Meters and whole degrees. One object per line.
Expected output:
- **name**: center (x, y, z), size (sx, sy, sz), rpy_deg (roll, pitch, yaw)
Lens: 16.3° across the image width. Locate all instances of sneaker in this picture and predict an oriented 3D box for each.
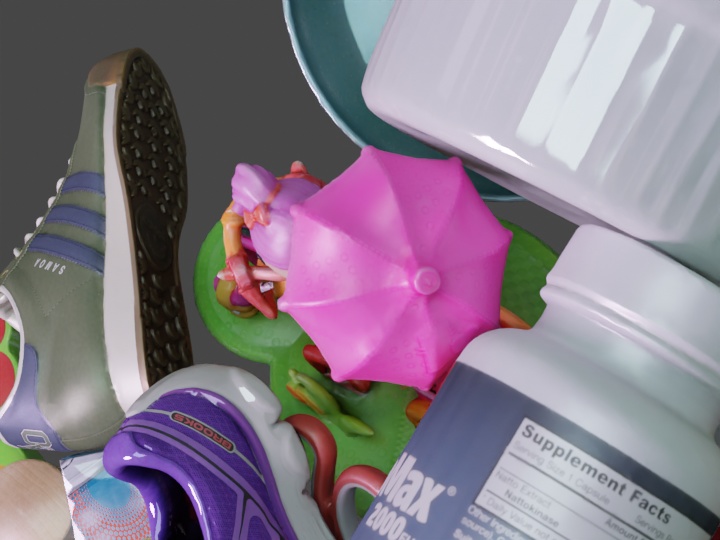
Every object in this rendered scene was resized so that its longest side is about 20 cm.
- **sneaker**: center (-0.046, 0.139, 1.024), size (0.083, 0.081, 0.200), rpy_deg (-35, 100, -38)
- **sneaker**: center (-0.127, -0.007, 1.110), size (0.090, 0.067, 0.201), rpy_deg (-19, 52, 18)

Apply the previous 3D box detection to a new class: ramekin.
- **ramekin**: center (0.097, -0.070, 0.998), size (0.200, 0.200, 0.098), rpy_deg (28, 91, 13)

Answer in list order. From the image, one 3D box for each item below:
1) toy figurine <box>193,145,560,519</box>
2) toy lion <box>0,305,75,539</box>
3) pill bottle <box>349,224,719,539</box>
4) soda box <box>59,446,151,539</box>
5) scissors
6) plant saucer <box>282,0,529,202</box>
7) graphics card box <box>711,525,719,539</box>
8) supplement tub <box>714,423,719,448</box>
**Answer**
- **toy figurine**: center (0.000, 0.000, 1.040), size (0.200, 0.184, 0.150), rpy_deg (31, 77, 19)
- **toy lion**: center (-0.220, 0.095, 1.147), size (0.200, 0.069, 0.192), rpy_deg (-45, 71, 3)
- **pill bottle**: center (0.071, 0.090, 0.951), size (0.119, 0.120, 0.200), rpy_deg (30, 85, 13)
- **soda box**: center (-0.075, 0.171, 1.091), size (0.063, 0.068, 0.201), rpy_deg (-12, 88, 8)
- **scissors**: center (-0.007, 0.148, 1.069), size (0.073, 0.200, 0.014), rpy_deg (25, 44, 31)
- **plant saucer**: center (0.064, -0.131, 1.114), size (0.199, 0.036, 0.201), rpy_deg (0, 95, 1)
- **graphics card box**: center (0.228, 0.155, 0.982), size (0.200, 0.125, 0.051), rpy_deg (43, 56, -12)
- **supplement tub**: center (0.256, 0.065, 1.018), size (0.200, 0.140, 0.141), rpy_deg (25, 88, 12)
